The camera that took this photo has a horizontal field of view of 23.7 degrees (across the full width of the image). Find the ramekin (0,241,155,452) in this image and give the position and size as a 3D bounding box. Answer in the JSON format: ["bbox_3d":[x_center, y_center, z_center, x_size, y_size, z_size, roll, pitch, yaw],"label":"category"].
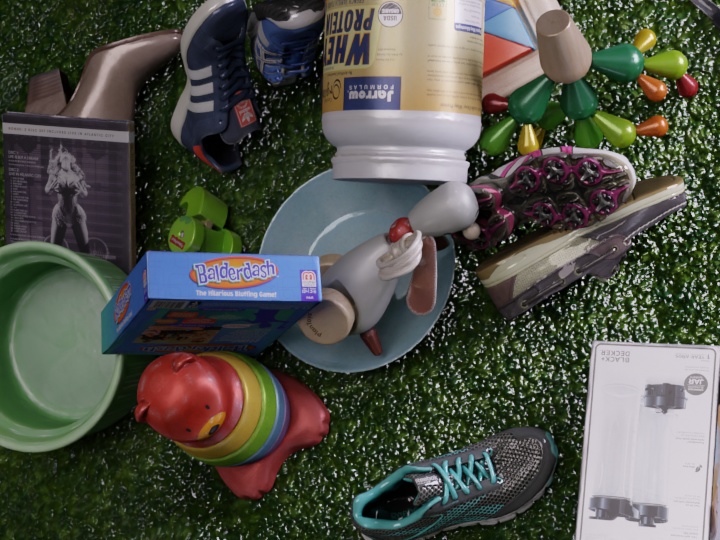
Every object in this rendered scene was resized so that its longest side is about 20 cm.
[{"bbox_3d":[-0.296,0.073,1.664,0.199,0.098,0.201,0,90,21],"label":"ramekin"}]

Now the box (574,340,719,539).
[{"bbox_3d":[0.250,0.165,1.462,0.116,0.060,0.201,1,77,22],"label":"box"}]

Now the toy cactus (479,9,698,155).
[{"bbox_3d":[0.192,-0.172,1.521,0.199,0.165,0.103,-13,52,13],"label":"toy cactus"}]

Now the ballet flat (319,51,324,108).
[{"bbox_3d":[-0.012,-0.221,1.664,0.066,0.057,0.201,-1,77,20],"label":"ballet flat"}]

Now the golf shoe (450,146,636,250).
[{"bbox_3d":[0.165,-0.077,1.508,0.200,0.092,0.073,-11,110,46],"label":"golf shoe"}]

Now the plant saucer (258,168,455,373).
[{"bbox_3d":[0.000,0.000,1.615,0.200,0.039,0.202,-5,76,21],"label":"plant saucer"}]

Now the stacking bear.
[{"bbox_3d":[-0.131,0.124,1.547,0.121,0.200,0.114,-44,66,7],"label":"stacking bear"}]

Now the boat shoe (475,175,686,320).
[{"bbox_3d":[0.203,-0.020,1.527,0.200,0.072,0.066,-26,101,0],"label":"boat shoe"}]

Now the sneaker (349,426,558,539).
[{"bbox_3d":[0.078,0.193,1.506,0.200,0.091,0.078,-27,69,13],"label":"sneaker"}]

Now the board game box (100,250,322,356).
[{"bbox_3d":[-0.136,0.032,1.512,0.152,0.200,0.045,2,73,-20],"label":"board game box"}]

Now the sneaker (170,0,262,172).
[{"bbox_3d":[-0.126,-0.176,1.641,0.075,0.200,0.085,-29,62,-29],"label":"sneaker"}]

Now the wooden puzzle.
[{"bbox_3d":[0.080,-0.238,1.612,0.200,0.037,0.185,-26,84,8],"label":"wooden puzzle"}]

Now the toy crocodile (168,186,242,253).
[{"bbox_3d":[-0.160,0.014,1.661,0.062,0.067,0.201,-10,70,41],"label":"toy crocodile"}]

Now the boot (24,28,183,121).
[{"bbox_3d":[-0.255,-0.148,1.745,0.199,0.070,0.147,-18,77,18],"label":"boot"}]

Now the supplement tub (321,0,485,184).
[{"bbox_3d":[0.038,-0.178,1.533,0.144,0.144,0.201,2,91,22],"label":"supplement tub"}]

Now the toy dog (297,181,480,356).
[{"bbox_3d":[0.033,0.011,1.522,0.200,0.096,0.132,-26,25,44],"label":"toy dog"}]

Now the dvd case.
[{"bbox_3d":[-0.291,-0.054,1.715,0.148,0.016,0.201,6,104,23],"label":"dvd case"}]

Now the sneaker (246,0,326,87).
[{"bbox_3d":[-0.063,-0.222,1.625,0.075,0.200,0.077,-15,93,-9],"label":"sneaker"}]

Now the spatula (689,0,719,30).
[{"bbox_3d":[0.312,-0.244,1.559,0.200,0.021,0.057,45,101,23],"label":"spatula"}]
